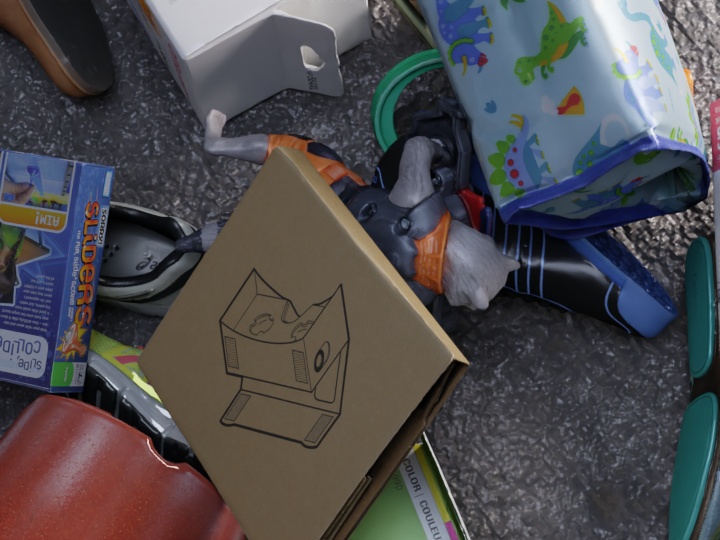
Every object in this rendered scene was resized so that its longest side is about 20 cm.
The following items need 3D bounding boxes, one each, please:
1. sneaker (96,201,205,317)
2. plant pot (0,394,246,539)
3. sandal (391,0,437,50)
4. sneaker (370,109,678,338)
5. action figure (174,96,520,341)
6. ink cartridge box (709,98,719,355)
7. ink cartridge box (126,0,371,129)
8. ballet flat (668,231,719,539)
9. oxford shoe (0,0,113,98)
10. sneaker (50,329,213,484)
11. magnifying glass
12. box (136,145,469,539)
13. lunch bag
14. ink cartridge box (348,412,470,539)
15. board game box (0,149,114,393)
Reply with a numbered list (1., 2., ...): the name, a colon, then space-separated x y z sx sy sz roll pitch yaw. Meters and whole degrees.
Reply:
1. sneaker: -0.186 -0.019 1.470 0.200 0.088 0.076 1 75 6
2. plant pot: -0.174 0.189 1.362 0.201 0.201 0.195 28 70 11
3. sandal: 0.061 -0.176 1.488 0.201 0.057 0.080 38 75 -16
4. sneaker: 0.094 -0.011 1.466 0.200 0.070 0.078 37 105 6
5. action figure: 0.000 0.000 1.411 0.193 0.105 0.200 9 115 30
6. ink cartridge box: 0.280 0.000 1.399 0.146 0.083 0.200 14 69 -36
7. ink cartridge box: -0.085 -0.194 1.494 0.125 0.129 0.200 -30 73 -5
8. ballet flat: 0.224 0.075 1.428 0.074 0.074 0.200 5 77 5
9. oxford shoe: -0.229 -0.179 1.543 0.071 0.071 0.200 -43 75 21
10. sneaker: -0.103 0.082 1.450 0.200 0.078 0.090 31 51 18
11. magnifying glass: 0.106 -0.102 1.494 0.200 0.022 0.080 -7 116 -8
12. box: -0.037 0.050 1.322 0.164 0.021 0.200 -56 45 19
13. lunch bag: 0.127 -0.115 1.392 0.127 0.200 0.170 -25 79 25
14. ink cartridge box: 0.027 0.171 1.339 0.076 0.200 0.148 -22 73 -3
15. board game box: -0.245 -0.010 1.442 0.200 0.034 0.135 11 93 29
